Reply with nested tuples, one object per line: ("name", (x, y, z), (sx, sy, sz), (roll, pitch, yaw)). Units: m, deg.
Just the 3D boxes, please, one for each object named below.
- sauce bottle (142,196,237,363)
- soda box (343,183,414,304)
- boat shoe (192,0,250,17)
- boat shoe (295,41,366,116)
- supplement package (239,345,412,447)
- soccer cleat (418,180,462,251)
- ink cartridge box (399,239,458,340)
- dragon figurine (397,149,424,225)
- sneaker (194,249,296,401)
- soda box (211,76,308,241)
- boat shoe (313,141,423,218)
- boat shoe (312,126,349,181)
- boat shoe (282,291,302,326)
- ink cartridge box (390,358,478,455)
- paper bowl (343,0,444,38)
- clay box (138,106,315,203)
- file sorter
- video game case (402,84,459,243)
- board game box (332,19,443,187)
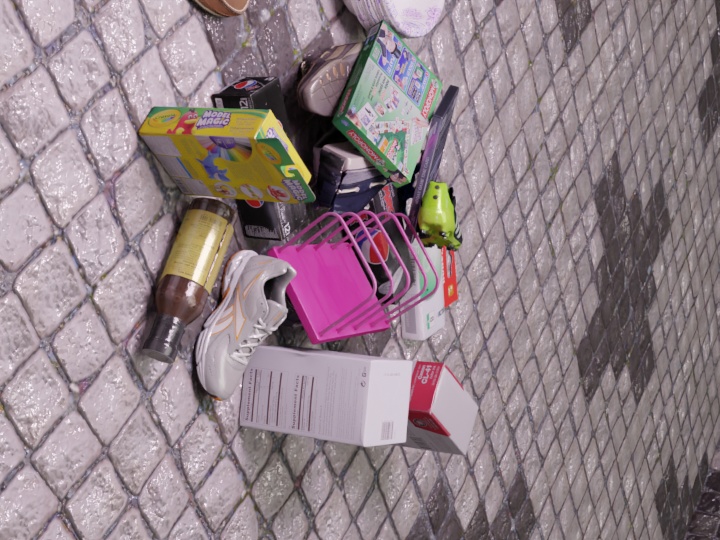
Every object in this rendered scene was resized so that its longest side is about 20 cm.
("sauce bottle", (-0.207, 0.011, 1.464), (0.065, 0.064, 0.202), (49, 54, -50))
("soda box", (0.023, -0.053, 1.823), (0.071, 0.063, 0.202), (-46, 131, -46))
("boat shoe", (-0.181, -0.374, 1.438), (0.200, 0.073, 0.076), (50, 53, -50))
("boat shoe", (-0.044, -0.261, 1.686), (0.200, 0.073, 0.075), (-43, 132, -56))
("supplement package", (-0.046, 0.163, 1.623), (0.113, 0.198, 0.111), (8, 87, -58))
("soccer cleat", (0.117, -0.076, 1.765), (0.200, 0.067, 0.082), (57, 41, -80))
("ink cartridge box", (0.129, 0.008, 2.040), (0.200, 0.050, 0.163), (-28, 118, -52))
("dragon figurine", (0.058, -0.128, 1.877), (0.099, 0.058, 0.201), (-44, 151, -47))
("sneaker", (-0.142, 0.069, 1.554), (0.076, 0.091, 0.202), (37, 63, -54))
("soda box", (-0.127, -0.143, 1.574), (0.071, 0.063, 0.202), (-43, 130, -49))
("boat shoe", (0.008, -0.129, 1.705), (0.199, 0.074, 0.094), (-11, 123, -48))
("boat shoe", (-0.002, -0.197, 1.764), (0.200, 0.073, 0.066), (-50, 139, -45))
("boat shoe", (-0.058, 0.038, 1.742), (0.063, 0.073, 0.200), (-47, 166, 23))
("ink cartridge box", (0.052, 0.194, 1.792), (0.148, 0.198, 0.086), (51, 52, -49))
("paper bowl", (0.038, -0.435, 1.764), (0.200, 0.104, 0.203), (-15, 107, -57))
("clay box", (-0.145, -0.133, 1.413), (0.115, 0.198, 0.048), (58, 47, -46))
("file sorter", (0.000, 0.000, 1.661), (0.199, 0.125, 0.140), (-6, 65, -60))
("video game case", (0.104, -0.156, 1.799), (0.143, 0.019, 0.202), (-61, 167, -61))
("board game box", (0.041, -0.229, 1.678), (0.135, 0.029, 0.201), (44, 46, -27))
